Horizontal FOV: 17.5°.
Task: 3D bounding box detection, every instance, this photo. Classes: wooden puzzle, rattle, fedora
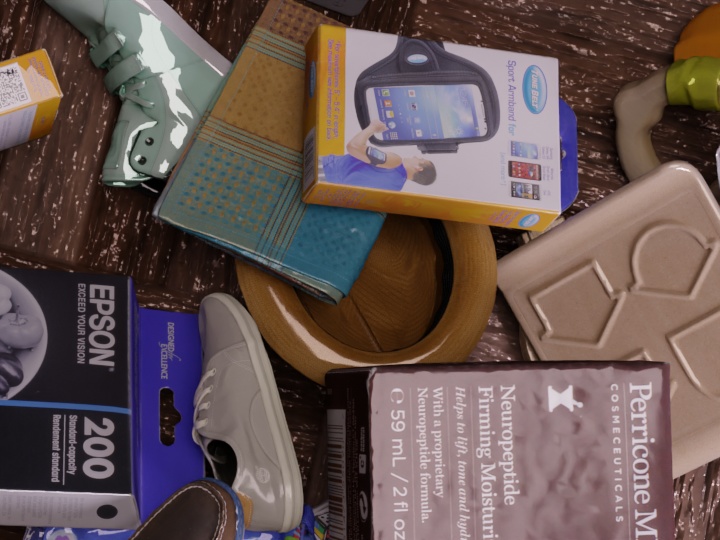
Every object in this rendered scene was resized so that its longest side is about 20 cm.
[{"bbox_3d":[0.211,0.040,1.648,0.200,0.185,0.046,58,36,-2],"label":"wooden puzzle"},{"bbox_3d":[0.276,-0.079,1.763,0.130,0.143,0.200,-29,105,17],"label":"rattle"},{"bbox_3d":[0.000,0.000,1.666,0.200,0.082,0.201,3,72,-8],"label":"fedora"}]

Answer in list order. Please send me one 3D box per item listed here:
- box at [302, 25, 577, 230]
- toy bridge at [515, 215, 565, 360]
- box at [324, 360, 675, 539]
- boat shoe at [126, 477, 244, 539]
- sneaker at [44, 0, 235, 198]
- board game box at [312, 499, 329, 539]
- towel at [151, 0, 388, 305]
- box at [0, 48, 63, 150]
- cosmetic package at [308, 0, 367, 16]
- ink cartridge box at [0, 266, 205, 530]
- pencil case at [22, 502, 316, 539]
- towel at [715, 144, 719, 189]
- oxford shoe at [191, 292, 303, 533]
[{"bbox_3d":[0.061,-0.097,1.617,0.199,0.041,0.119,5,69,-14],"label":"box"},{"bbox_3d":[0.157,0.065,1.716,0.067,0.027,0.201,-21,86,-12],"label":"toy bridge"},{"bbox_3d":[0.086,0.142,1.531,0.199,0.164,0.167,-1,87,-11],"label":"box"},{"bbox_3d":[-0.144,0.216,1.479,0.072,0.072,0.200,29,82,22],"label":"boat shoe"},{"bbox_3d":[-0.167,-0.128,1.653,0.200,0.074,0.118,37,69,-6],"label":"sneaker"},{"bbox_3d":[0.055,0.193,1.670,0.200,0.035,0.127,-27,88,-14],"label":"board game box"},{"bbox_3d":[-0.039,-0.086,1.633,0.146,0.022,0.200,25,65,1],"label":"towel"},{"bbox_3d":[-0.306,-0.092,1.598,0.199,0.119,0.042,-18,85,-14],"label":"box"},{"bbox_3d":[-0.056,-0.305,1.661,0.199,0.165,0.166,19,78,-7],"label":"cosmetic package"},{"bbox_3d":[-0.201,0.085,1.584,0.199,0.043,0.199,5,47,-12],"label":"ink cartridge box"},{"bbox_3d":[-0.126,0.186,1.593,0.199,0.078,0.087,5,114,0],"label":"pencil case"},{"bbox_3d":[0.319,-0.044,1.700,0.200,0.030,0.147,-20,114,-46],"label":"towel"},{"bbox_3d":[-0.088,0.093,1.586,0.058,0.075,0.200,-6,49,-16],"label":"oxford shoe"}]
